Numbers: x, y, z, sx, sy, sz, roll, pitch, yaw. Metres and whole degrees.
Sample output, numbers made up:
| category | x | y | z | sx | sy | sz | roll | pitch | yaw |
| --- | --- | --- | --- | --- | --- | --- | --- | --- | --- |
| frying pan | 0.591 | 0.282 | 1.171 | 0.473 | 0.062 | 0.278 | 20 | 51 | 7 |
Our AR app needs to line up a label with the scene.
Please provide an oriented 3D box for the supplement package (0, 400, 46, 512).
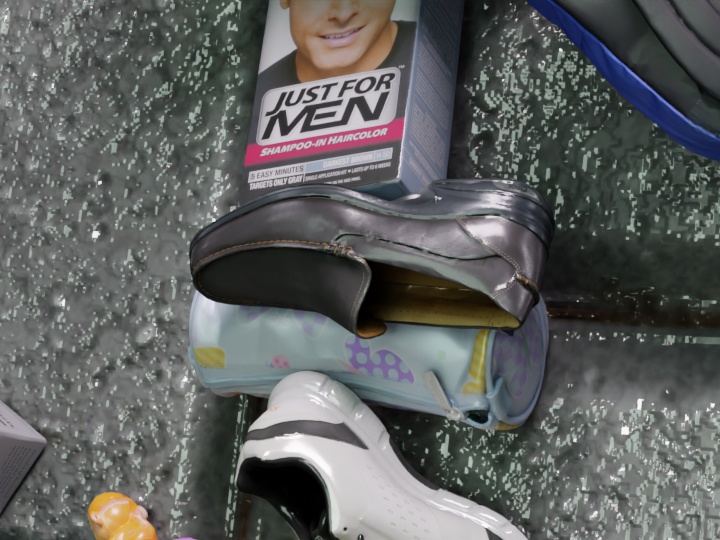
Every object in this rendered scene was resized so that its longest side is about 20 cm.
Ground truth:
| category | x | y | z | sx | sy | sz | roll | pitch | yaw |
| --- | --- | --- | --- | --- | --- | --- | --- | --- | --- |
| supplement package | -0.319 | 0.135 | 1.409 | 0.155 | 0.111 | 0.201 | 36 | 96 | 27 |

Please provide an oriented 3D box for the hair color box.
| category | x | y | z | sx | sy | sz | roll | pitch | yaw |
| --- | --- | --- | --- | --- | --- | --- | --- | --- | --- |
| hair color box | -0.001 | -0.112 | 1.296 | 0.098 | 0.061 | 0.201 | -8 | 56 | 24 |

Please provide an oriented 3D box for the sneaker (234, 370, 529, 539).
| category | x | y | z | sx | sy | sz | roll | pitch | yaw |
| --- | --- | --- | --- | --- | --- | --- | --- | --- | --- |
| sneaker | 0.015 | 0.143 | 1.229 | 0.200 | 0.080 | 0.074 | 38 | 128 | 6 |

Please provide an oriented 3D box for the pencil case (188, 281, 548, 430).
| category | x | y | z | sx | sy | sz | roll | pitch | yaw |
| --- | --- | --- | --- | --- | --- | --- | --- | --- | --- |
| pencil case | 0.004 | 0.038 | 1.283 | 0.199 | 0.083 | 0.091 | 6 | 65 | 28 |

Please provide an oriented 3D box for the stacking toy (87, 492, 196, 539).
| category | x | y | z | sx | sy | sz | roll | pitch | yaw |
| --- | --- | --- | --- | --- | --- | --- | --- | --- | --- |
| stacking toy | -0.099 | 0.190 | 1.305 | 0.110 | 0.116 | 0.200 | -54 | 51 | 9 |

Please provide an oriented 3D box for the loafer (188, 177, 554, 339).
| category | x | y | z | sx | sy | sz | roll | pitch | yaw |
| --- | --- | --- | --- | --- | --- | --- | --- | --- | --- |
| loafer | 0.000 | 0.000 | 1.210 | 0.199 | 0.073 | 0.073 | -7 | 52 | 21 |

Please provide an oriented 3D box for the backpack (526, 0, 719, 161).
| category | x | y | z | sx | sy | sz | roll | pitch | yaw |
| --- | --- | --- | --- | --- | --- | --- | --- | --- | --- |
| backpack | 0.177 | -0.158 | 1.189 | 0.200 | 0.168 | 0.163 | 43 | 95 | 13 |
